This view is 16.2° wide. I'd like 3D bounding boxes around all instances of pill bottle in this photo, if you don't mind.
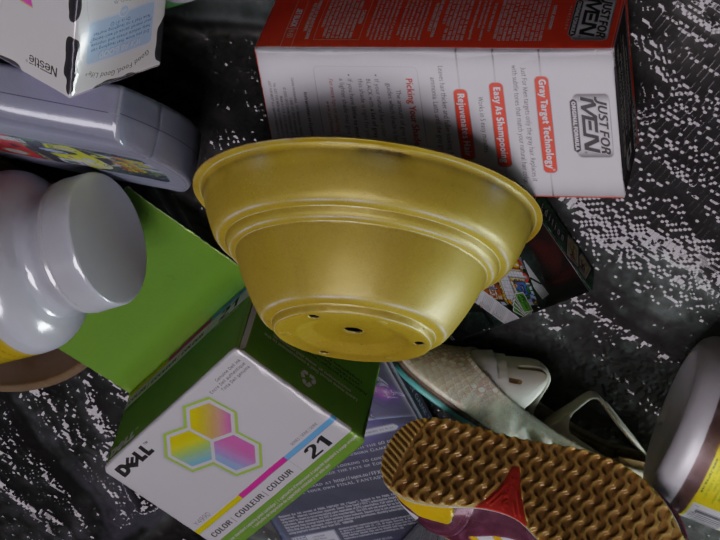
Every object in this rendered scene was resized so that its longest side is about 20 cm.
[{"bbox_3d":[-0.233,0.003,1.523,0.200,0.112,0.112,-14,123,27],"label":"pill bottle"},{"bbox_3d":[0.278,0.122,1.512,0.199,0.109,0.109,21,131,-2],"label":"pill bottle"}]

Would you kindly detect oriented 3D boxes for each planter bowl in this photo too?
[{"bbox_3d":[0.000,0.000,1.421,0.200,0.084,0.200,5,162,2],"label":"planter bowl"}]

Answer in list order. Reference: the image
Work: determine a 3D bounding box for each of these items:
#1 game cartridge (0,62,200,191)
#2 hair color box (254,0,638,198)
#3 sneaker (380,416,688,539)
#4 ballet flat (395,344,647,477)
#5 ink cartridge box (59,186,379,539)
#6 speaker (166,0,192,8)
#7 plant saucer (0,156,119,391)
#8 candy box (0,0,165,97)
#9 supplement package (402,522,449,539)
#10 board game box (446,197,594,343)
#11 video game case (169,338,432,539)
[{"bbox_3d":[-0.161,-0.081,1.439,0.133,0.200,0.041,7,85,8],"label":"game cartridge"},{"bbox_3d":[0.050,-0.098,1.404,0.199,0.061,0.102,2,129,14],"label":"hair color box"},{"bbox_3d":[0.112,0.147,1.525,0.200,0.075,0.090,21,163,27],"label":"sneaker"},{"bbox_3d":[0.113,0.089,1.577,0.200,0.067,0.062,35,101,-18],"label":"ballet flat"},{"bbox_3d":[-0.112,0.065,1.570,0.200,0.076,0.148,35,127,-18],"label":"ink cartridge box"},{"bbox_3d":[-0.053,-0.218,1.348,0.200,0.089,0.088,-30,115,33],"label":"speaker"},{"bbox_3d":[-0.246,-0.006,1.614,0.199,0.030,0.200,8,131,10],"label":"plant saucer"},{"bbox_3d":[-0.179,-0.217,1.330,0.168,0.071,0.201,28,126,31],"label":"candy box"},{"bbox_3d":[0.073,0.267,1.649,0.151,0.151,0.200,26,134,-13],"label":"supplement package"},{"bbox_3d":[0.046,-0.049,1.497,0.105,0.023,0.200,-19,121,30],"label":"board game box"},{"bbox_3d":[-0.022,0.104,1.645,0.143,0.019,0.200,-13,122,25],"label":"video game case"}]
